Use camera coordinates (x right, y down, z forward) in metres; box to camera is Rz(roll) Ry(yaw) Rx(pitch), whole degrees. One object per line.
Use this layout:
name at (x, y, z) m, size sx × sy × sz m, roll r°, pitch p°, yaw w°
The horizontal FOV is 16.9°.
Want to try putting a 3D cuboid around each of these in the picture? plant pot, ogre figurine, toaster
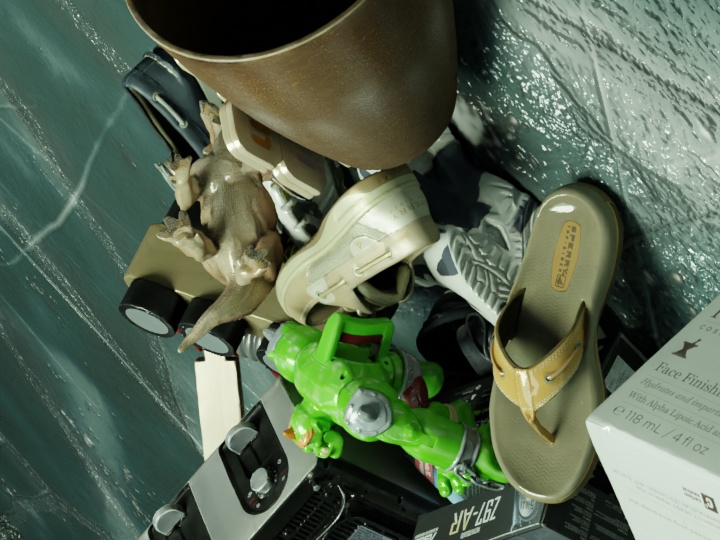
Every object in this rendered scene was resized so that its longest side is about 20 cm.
plant pot at (-0.018, -0.152, 1.458) m, size 0.187 × 0.187 × 0.200 m, roll 33°, pitch 169°, yaw 35°
ogre figurine at (0.010, 0.081, 1.602) m, size 0.120 × 0.098 × 0.200 m, roll 21°, pitch -152°, yaw -35°
toaster at (-0.036, 0.191, 1.713) m, size 0.200 × 0.181 × 0.119 m, roll 28°, pitch -160°, yaw -39°

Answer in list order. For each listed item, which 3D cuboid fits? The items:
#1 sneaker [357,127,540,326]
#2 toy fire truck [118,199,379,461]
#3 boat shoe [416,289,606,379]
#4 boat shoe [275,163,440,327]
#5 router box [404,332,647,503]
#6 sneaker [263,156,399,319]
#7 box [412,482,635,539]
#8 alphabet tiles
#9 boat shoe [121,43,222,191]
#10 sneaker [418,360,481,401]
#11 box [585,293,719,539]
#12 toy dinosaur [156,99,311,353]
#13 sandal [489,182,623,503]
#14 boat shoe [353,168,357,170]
sneaker at (0.068, -0.010, 1.634) m, size 0.199 × 0.079 × 0.130 m, roll 43°, pitch 160°, yaw 16°
toy fire truck at (-0.076, 0.062, 1.801) m, size 0.175 × 0.129 × 0.200 m, roll 17°, pitch 158°, yaw 20°
boat shoe at (0.105, 0.049, 1.686) m, size 0.200 × 0.062 × 0.075 m, roll 4°, pitch 130°, yaw 60°
boat shoe at (0.000, 0.000, 1.597) m, size 0.065 × 0.072 × 0.200 m, roll 57°, pitch 151°, yaw 11°
router box at (0.148, 0.133, 1.633) m, size 0.150 × 0.062 × 0.200 m, roll 43°, pitch 144°, yaw -19°
sneaker at (-0.048, -0.031, 1.801) m, size 0.084 × 0.075 × 0.200 m, roll -5°, pitch 127°, yaw 38°
box at (0.155, 0.207, 1.618) m, size 0.200 × 0.044 × 0.160 m, roll 30°, pitch 149°, yaw -23°
alphabet tiles at (-0.068, -0.146, 1.546) m, size 0.195 × 0.015 × 0.201 m, roll 27°, pitch -135°, yaw -51°
boat shoe at (-0.125, -0.089, 1.903) m, size 0.075 × 0.062 × 0.200 m, roll 24°, pitch 149°, yaw 44°
sneaker at (0.105, 0.123, 1.798) m, size 0.200 × 0.071 × 0.098 m, roll 23°, pitch 145°, yaw 47°
box at (0.268, 0.146, 1.429) m, size 0.199 × 0.131 × 0.200 m, roll 23°, pitch 147°, yaw 49°
toy dinosaur at (-0.080, -0.033, 1.651) m, size 0.085 × 0.201 × 0.136 m, roll 0°, pitch 163°, yaw 9°
sandal at (0.115, 0.044, 1.506) m, size 0.080 × 0.201 × 0.054 m, roll 12°, pitch -175°, yaw 33°
boat shoe at (-0.056, -0.140, 1.666) m, size 0.200 × 0.068 × 0.072 m, roll 53°, pitch 157°, yaw -12°
